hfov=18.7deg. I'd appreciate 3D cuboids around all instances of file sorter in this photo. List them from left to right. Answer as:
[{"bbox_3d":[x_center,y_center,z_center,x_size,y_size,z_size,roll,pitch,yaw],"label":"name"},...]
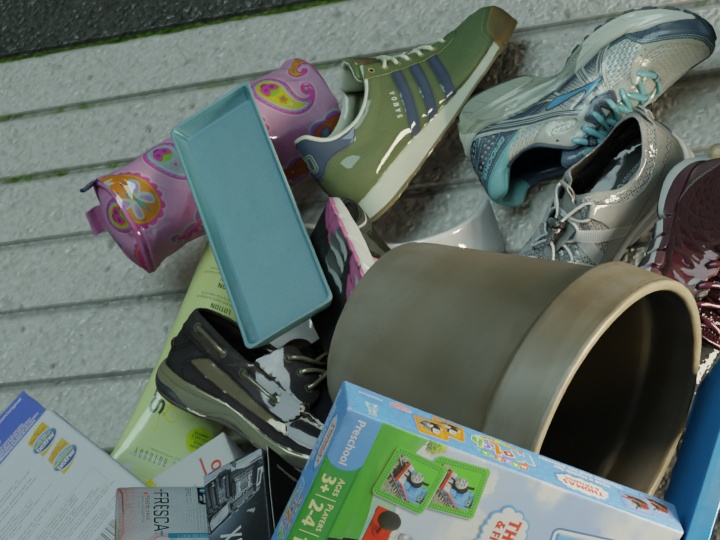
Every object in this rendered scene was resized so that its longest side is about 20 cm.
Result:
[{"bbox_3d":[0.237,0.150,1.245,0.122,0.139,0.201,20,66,2],"label":"file sorter"}]

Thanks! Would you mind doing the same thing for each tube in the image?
[{"bbox_3d":[-0.117,0.071,1.574,0.058,0.052,0.201,2,60,32],"label":"tube"}]

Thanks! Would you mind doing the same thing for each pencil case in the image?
[{"bbox_3d":[-0.106,-0.078,1.616,0.199,0.088,0.087,-34,46,-17],"label":"pencil case"}]

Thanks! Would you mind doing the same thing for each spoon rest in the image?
[{"bbox_3d":[0.000,0.000,1.539,0.199,0.100,0.061,-18,9,15],"label":"spoon rest"}]

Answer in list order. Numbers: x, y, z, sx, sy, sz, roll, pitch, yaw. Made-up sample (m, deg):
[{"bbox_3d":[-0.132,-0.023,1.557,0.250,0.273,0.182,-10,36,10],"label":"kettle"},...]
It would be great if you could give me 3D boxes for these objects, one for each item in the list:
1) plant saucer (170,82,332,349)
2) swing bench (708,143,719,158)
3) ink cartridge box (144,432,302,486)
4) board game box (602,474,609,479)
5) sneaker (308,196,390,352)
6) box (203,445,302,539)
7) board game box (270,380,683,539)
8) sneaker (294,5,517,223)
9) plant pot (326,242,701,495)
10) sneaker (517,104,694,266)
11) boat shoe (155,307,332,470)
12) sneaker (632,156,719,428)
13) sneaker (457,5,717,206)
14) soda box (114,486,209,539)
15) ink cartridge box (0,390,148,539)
[{"bbox_3d":[-0.075,-0.038,1.509,0.070,0.019,0.201,-31,56,13],"label":"plant saucer"},{"bbox_3d":[0.305,-0.154,1.386,0.199,0.199,0.130,15,64,36],"label":"swing bench"},{"bbox_3d":[-0.109,0.194,1.473,0.199,0.068,0.117,-34,48,5],"label":"ink cartridge box"},{"bbox_3d":[0.106,0.204,1.351,0.134,0.035,0.201,-16,51,6],"label":"board game box"},{"bbox_3d":[0.030,0.040,1.469,0.080,0.086,0.201,-52,55,47],"label":"sneaker"},{"bbox_3d":[-0.016,0.220,1.311,0.050,0.200,0.158,-25,48,21],"label":"box"},{"bbox_3d":[0.053,0.163,1.183,0.037,0.199,0.152,-101,33,-67],"label":"board game box"},{"bbox_3d":[0.029,-0.134,1.590,0.201,0.090,0.067,-54,6,-18],"label":"sneaker"},{"bbox_3d":[0.082,0.068,1.307,0.173,0.200,0.201,25,73,31],"label":"plant pot"},{"bbox_3d":[0.141,-0.029,1.474,0.075,0.082,0.200,30,78,40],"label":"sneaker"},{"bbox_3d":[-0.050,0.082,1.482,0.199,0.074,0.074,22,105,21],"label":"boat shoe"},{"bbox_3d":[0.234,-0.001,1.384,0.115,0.075,0.201,-23,45,47],"label":"sneaker"},{"bbox_3d":[0.166,-0.107,1.528,0.199,0.078,0.087,-30,50,22],"label":"sneaker"},{"bbox_3d":[-0.121,0.235,1.359,0.068,0.201,0.064,0,27,-8],"label":"soda box"},{"bbox_3d":[-0.201,0.176,1.465,0.200,0.042,0.120,33,79,36],"label":"ink cartridge box"}]
